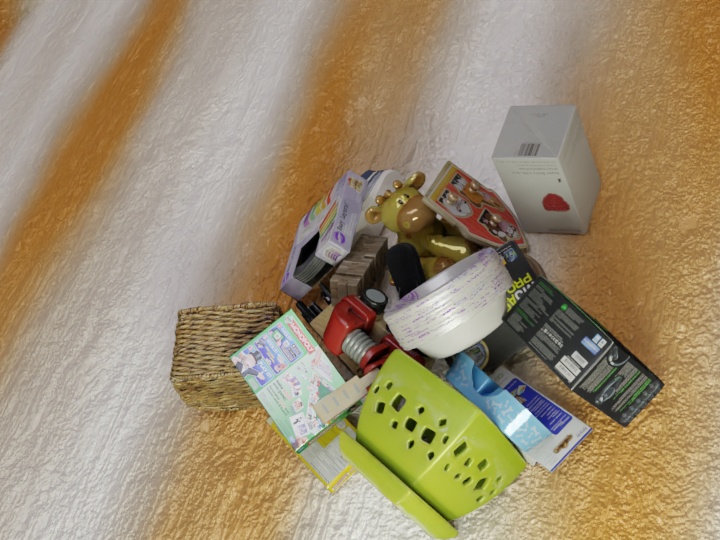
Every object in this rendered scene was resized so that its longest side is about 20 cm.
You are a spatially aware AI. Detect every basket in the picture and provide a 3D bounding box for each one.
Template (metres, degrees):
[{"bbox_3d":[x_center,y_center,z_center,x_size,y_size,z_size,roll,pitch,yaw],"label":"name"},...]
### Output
[{"bbox_3d":[-0.222,0.155,1.877,0.198,0.143,0.150,-7,55,10],"label":"basket"}]

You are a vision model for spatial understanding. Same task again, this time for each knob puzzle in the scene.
[{"bbox_3d":[0.214,-0.105,1.833,0.031,0.218,0.220,-53,36,32],"label":"knob puzzle"}]

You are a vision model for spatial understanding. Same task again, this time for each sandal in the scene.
[{"bbox_3d":[0.093,0.052,1.785,0.076,0.043,0.201,-30,85,31],"label":"sandal"}]

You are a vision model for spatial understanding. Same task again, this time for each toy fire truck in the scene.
[{"bbox_3d":[-0.004,0.141,1.682,0.176,0.129,0.199,39,34,25],"label":"toy fire truck"}]

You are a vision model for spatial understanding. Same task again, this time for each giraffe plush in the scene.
[{"bbox_3d":[0.103,-0.079,1.850,0.199,0.163,0.173,-2,39,39],"label":"giraffe plush"}]

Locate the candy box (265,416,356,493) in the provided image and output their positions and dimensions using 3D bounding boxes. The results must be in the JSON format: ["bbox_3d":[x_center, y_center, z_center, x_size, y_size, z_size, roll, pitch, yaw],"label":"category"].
[{"bbox_3d":[-0.069,0.277,1.778,0.102,0.026,0.200,-43,46,-8],"label":"candy box"}]

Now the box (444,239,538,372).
[{"bbox_3d":[0.207,0.069,1.719,0.199,0.044,0.161,-31,81,3],"label":"box"}]

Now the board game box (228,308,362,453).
[{"bbox_3d":[-0.108,0.181,1.739,0.134,0.029,0.200,-37,69,-4],"label":"board game box"}]

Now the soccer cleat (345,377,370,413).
[{"bbox_3d":[-0.037,0.212,1.766,0.199,0.069,0.085,24,61,23],"label":"soccer cleat"}]

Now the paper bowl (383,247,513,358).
[{"bbox_3d":[0.142,0.059,1.604,0.200,0.105,0.201,-31,4,2],"label":"paper bowl"}]

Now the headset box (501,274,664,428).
[{"bbox_3d":[0.333,0.123,1.561,0.093,0.200,0.174,-48,45,8],"label":"headset box"}]

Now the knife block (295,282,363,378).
[{"bbox_3d":[-0.047,0.113,1.874,0.174,0.064,0.201,-8,52,25],"label":"knife block"}]

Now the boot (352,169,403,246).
[{"bbox_3d":[0.002,-0.109,2.033,0.090,0.073,0.201,8,57,52],"label":"boot"}]

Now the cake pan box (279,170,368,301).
[{"bbox_3d":[-0.068,-0.061,1.960,0.184,0.052,0.201,-44,24,44],"label":"cake pan box"}]

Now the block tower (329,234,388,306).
[{"bbox_3d":[0.000,0.000,1.878,0.054,0.058,0.200,6,28,16],"label":"block tower"}]

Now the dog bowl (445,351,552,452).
[{"bbox_3d":[0.201,0.197,1.583,0.050,0.111,0.200,-48,45,-1],"label":"dog bowl"}]

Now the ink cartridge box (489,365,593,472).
[{"bbox_3d":[0.255,0.231,1.622,0.095,0.037,0.200,-42,43,-14],"label":"ink cartridge box"}]

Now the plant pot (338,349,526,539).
[{"bbox_3d":[0.096,0.270,1.579,0.182,0.199,0.200,-49,46,-7],"label":"plant pot"}]

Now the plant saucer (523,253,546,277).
[{"bbox_3d":[0.221,0.041,1.804,0.199,0.030,0.201,-16,49,19],"label":"plant saucer"}]

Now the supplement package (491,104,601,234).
[{"bbox_3d":[0.320,-0.169,1.795,0.120,0.200,0.120,4,56,31],"label":"supplement package"}]
